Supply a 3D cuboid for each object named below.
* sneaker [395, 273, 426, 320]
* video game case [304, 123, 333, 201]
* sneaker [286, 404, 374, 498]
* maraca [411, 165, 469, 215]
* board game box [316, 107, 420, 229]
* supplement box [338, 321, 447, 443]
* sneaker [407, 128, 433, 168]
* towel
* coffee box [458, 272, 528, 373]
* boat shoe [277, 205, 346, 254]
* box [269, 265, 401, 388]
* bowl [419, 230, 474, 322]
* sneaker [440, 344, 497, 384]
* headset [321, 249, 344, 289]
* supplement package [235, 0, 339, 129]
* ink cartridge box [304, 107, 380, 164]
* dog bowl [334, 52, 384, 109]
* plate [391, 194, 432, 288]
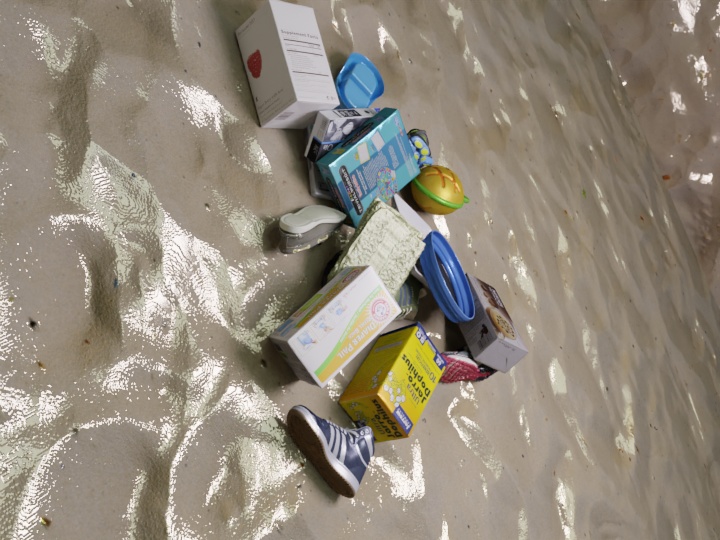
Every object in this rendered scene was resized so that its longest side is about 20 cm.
[{"bbox_3d":[0.082,0.069,1.428,0.090,0.067,0.201,51,41,-12],"label":"sneaker"},{"bbox_3d":[-0.056,-0.240,1.448,0.141,0.018,0.205,8,69,-44],"label":"video game case"},{"bbox_3d":[-0.046,0.285,1.205,0.109,0.069,0.202,-50,118,-39],"label":"sneaker"},{"bbox_3d":[0.188,-0.188,1.617,0.137,0.108,0.199,41,24,16],"label":"maraca"},{"bbox_3d":[0.020,-0.209,1.404,0.199,0.047,0.153,-41,127,-22],"label":"board game box"},{"bbox_3d":[0.066,0.213,1.324,0.110,0.108,0.201,53,45,-16],"label":"supplement box"},{"bbox_3d":[0.119,-0.277,1.552,0.199,0.069,0.085,-5,78,-77],"label":"sneaker"},{"bbox_3d":[0.032,-0.021,1.322,0.147,0.036,0.203,36,76,-25],"label":"towel"},{"bbox_3d":[0.279,0.116,1.552,0.112,0.080,0.202,26,30,-35],"label":"coffee box"},{"bbox_3d":[-0.092,-0.079,1.313,0.201,0.071,0.062,-25,133,-60],"label":"boat shoe"},{"bbox_3d":[-0.043,0.092,1.203,0.199,0.112,0.102,-42,105,-20],"label":"box"},{"bbox_3d":[0.181,0.015,1.466,0.202,0.039,0.203,52,24,-34],"label":"bowl"},{"bbox_3d":[0.226,0.200,1.530,0.198,0.080,0.076,13,46,-49],"label":"sneaker"},{"bbox_3d":[0.000,0.000,1.353,0.123,0.093,0.204,36,62,-30],"label":"headset"},{"bbox_3d":[-0.143,-0.394,1.342,0.118,0.120,0.205,-10,81,-47],"label":"supplement package"},{"bbox_3d":[-0.023,-0.276,1.410,0.039,0.101,0.198,38,35,25],"label":"ink cartridge box"},{"bbox_3d":[-0.013,-0.391,1.516,0.111,0.049,0.202,41,42,-22],"label":"dog bowl"},{"bbox_3d":[0.127,-0.044,1.501,0.199,0.032,0.204,35,36,-53],"label":"plate"}]
